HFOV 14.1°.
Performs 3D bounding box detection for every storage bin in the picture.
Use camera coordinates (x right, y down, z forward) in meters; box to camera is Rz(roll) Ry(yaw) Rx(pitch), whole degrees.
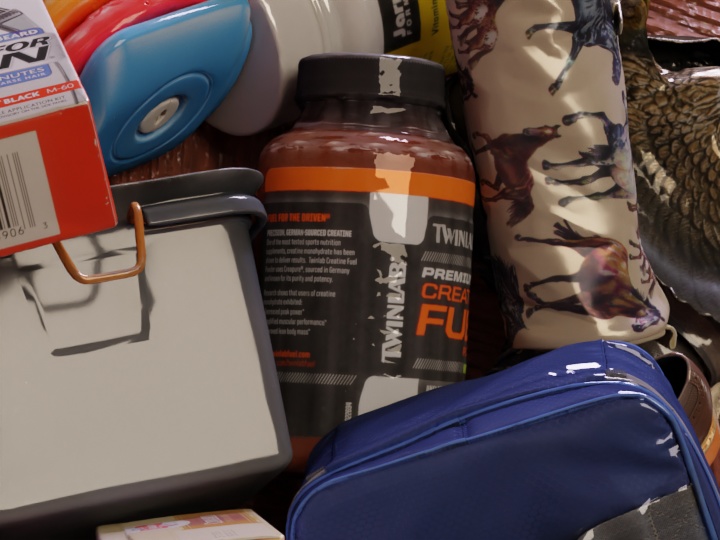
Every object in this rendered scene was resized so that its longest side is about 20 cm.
[{"bbox_3d":[-0.123,0.045,1.280,0.200,0.146,0.134,-11,74,-26],"label":"storage bin"}]

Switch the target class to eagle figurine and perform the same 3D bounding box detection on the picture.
[{"bbox_3d":[0.171,-0.060,1.473,0.152,0.151,0.200,-33,102,-27],"label":"eagle figurine"}]

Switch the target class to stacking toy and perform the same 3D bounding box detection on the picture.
[{"bbox_3d":[-0.157,-0.143,1.411,0.110,0.116,0.200,-24,66,-45],"label":"stacking toy"}]

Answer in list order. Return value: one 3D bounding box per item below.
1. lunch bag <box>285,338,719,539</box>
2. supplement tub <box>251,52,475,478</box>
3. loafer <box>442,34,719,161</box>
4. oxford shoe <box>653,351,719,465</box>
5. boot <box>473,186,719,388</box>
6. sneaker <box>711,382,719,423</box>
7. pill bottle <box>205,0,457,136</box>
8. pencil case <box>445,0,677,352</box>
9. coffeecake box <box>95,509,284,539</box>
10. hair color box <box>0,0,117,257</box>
[{"bbox_3d":[0.058,0.121,1.256,0.200,0.132,0.136,-20,97,4],"label":"lunch bag"},{"bbox_3d":[0.000,0.000,1.377,0.107,0.107,0.200,5,87,-30],"label":"supplement tub"},{"bbox_3d":[0.130,-0.102,1.572,0.200,0.071,0.073,-15,74,-37],"label":"loafer"},{"bbox_3d":[0.076,0.101,1.355,0.200,0.073,0.071,-35,59,-10],"label":"oxford shoe"},{"bbox_3d":[0.072,0.054,1.449,0.200,0.069,0.174,35,68,25],"label":"boot"},{"bbox_3d":[0.140,0.094,1.494,0.076,0.070,0.200,22,54,10],"label":"sneaker"},{"bbox_3d":[0.001,-0.143,1.487,0.200,0.114,0.114,-26,81,-38],"label":"pill bottle"},{"bbox_3d":[0.098,-0.055,1.390,0.089,0.078,0.200,-10,91,-2],"label":"pencil case"},{"bbox_3d":[-0.062,0.205,1.195,0.073,0.154,0.200,-6,90,-7],"label":"coffeecake box"},{"bbox_3d":[-0.180,-0.072,1.242,0.111,0.200,0.064,-16,118,-9],"label":"hair color box"}]
